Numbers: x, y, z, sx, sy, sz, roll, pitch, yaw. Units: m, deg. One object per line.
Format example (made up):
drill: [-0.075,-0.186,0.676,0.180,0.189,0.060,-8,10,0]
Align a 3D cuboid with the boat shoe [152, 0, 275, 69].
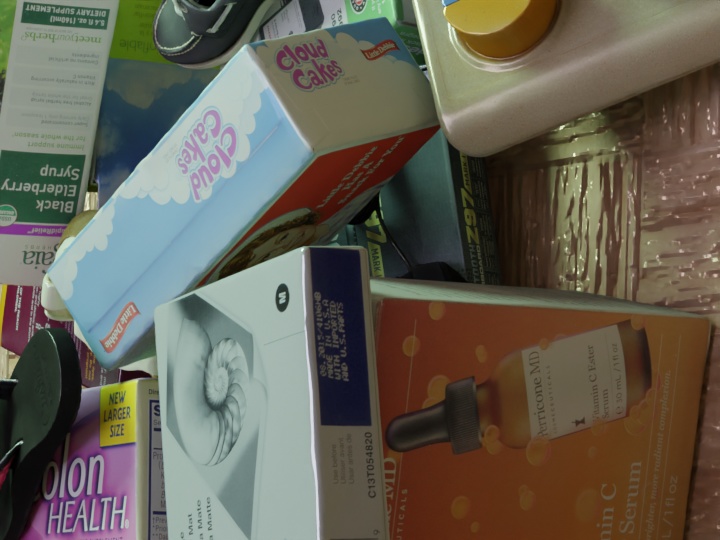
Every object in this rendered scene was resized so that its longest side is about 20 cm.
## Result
boat shoe: [-0.082,-0.176,1.353,0.200,0.062,0.073,-29,61,54]

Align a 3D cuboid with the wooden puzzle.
wooden puzzle: [0.102,-0.179,1.152,0.184,0.046,0.201,-21,66,18]

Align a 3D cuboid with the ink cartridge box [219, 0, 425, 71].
ink cartridge box: [-0.005,-0.162,1.367,0.200,0.083,0.147,-34,57,52]

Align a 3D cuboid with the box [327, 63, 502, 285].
box: [0.000,0.000,1.297,0.157,0.051,0.202,-12,81,29]

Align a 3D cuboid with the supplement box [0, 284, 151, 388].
supplement box: [-0.153,0.030,1.554,0.200,0.110,0.086,17,101,58]

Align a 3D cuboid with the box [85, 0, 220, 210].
box: [-0.119,-0.125,1.507,0.048,0.121,0.202,174,99,-66]

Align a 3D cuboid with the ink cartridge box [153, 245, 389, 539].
ink cartridge box: [-0.056,0.105,1.077,0.200,0.040,0.201,-24,67,56]

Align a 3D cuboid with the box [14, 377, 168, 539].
box: [-0.121,0.167,1.281,0.175,0.096,0.202,-12,75,57]

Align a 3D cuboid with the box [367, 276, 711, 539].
box: [0.055,0.085,1.128,0.106,0.199,0.154,12,97,57]

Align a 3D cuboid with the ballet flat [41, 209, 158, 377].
ballet flat: [-0.144,0.021,1.380,0.200,0.072,0.068,39,131,43]

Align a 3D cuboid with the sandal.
sandal: [-0.200,0.093,1.273,0.200,0.045,0.076,-56,45,52]

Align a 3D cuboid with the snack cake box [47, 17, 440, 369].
snack cake box: [-0.060,-0.038,1.205,0.200,0.115,0.067,-44,72,37]

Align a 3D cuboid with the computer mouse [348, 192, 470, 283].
computer mouse: [0.020,-0.006,1.237,0.058,0.034,0.201,-36,70,22]

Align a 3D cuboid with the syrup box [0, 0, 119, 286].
syrup box: [-0.212,-0.095,1.467,0.081,0.078,0.201,-128,45,-58]
